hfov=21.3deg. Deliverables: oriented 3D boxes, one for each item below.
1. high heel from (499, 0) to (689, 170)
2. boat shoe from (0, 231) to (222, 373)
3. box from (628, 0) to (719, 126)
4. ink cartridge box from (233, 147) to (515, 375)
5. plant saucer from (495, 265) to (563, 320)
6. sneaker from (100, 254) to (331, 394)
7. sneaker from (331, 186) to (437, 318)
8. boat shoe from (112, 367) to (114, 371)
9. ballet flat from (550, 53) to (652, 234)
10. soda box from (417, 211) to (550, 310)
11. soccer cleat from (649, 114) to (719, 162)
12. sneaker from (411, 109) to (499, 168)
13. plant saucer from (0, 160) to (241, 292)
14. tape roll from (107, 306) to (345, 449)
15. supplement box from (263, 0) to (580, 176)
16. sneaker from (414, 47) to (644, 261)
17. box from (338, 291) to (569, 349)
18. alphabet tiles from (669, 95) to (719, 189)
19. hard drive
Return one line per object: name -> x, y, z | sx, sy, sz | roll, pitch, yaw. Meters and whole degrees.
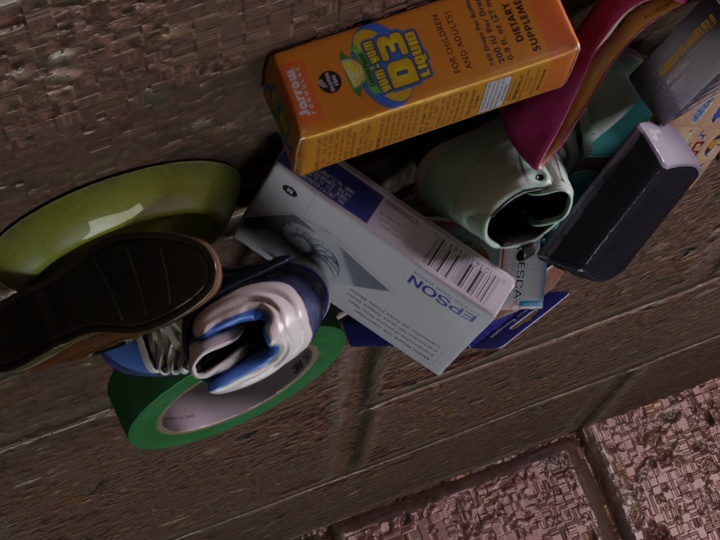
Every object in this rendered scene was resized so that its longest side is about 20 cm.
high heel -> 0.182, -0.152, 1.324 | 0.199, 0.097, 0.067 | -26, 162, 18
boat shoe -> -0.181, 0.020, 1.378 | 0.199, 0.072, 0.068 | -17, 173, 20
box -> 0.307, -0.194, 1.373 | 0.199, 0.049, 0.158 | -29, 171, -24
ink cartridge box -> 0.000, 0.000, 1.455 | 0.041, 0.199, 0.200 | -56, 180, -25
plant saucer -> 0.102, 0.009, 1.735 | 0.199, 0.035, 0.200 | -16, -162, 5
sneaker -> -0.125, 0.047, 1.399 | 0.199, 0.081, 0.146 | -13, -169, 17
sneaker -> 0.019, -0.005, 1.687 | 0.199, 0.070, 0.108 | -32, 161, 26
boat shoe -> -0.176, 0.069, 1.671 | 0.074, 0.069, 0.200 | -26, 165, 0
ballet flat -> 0.183, -0.104, 1.547 | 0.075, 0.064, 0.201 | 6, 129, -21
soda box -> 0.052, -0.013, 1.522 | 0.199, 0.064, 0.068 | 11, -172, 41
soccer cleat -> 0.285, -0.141, 1.622 | 0.084, 0.065, 0.200 | -50, 153, 24
sneaker -> 0.090, -0.075, 1.546 | 0.077, 0.071, 0.200 | -21, 159, 4
plant saucer -> -0.177, -0.022, 1.414 | 0.199, 0.031, 0.200 | -21, 167, -5
tape roll -> -0.111, 0.079, 1.590 | 0.199, 0.048, 0.201 | -24, 162, -8
supplement box -> 0.039, -0.131, 1.256 | 0.199, 0.067, 0.069 | -20, 166, -9
sneaker -> 0.150, -0.083, 1.403 | 0.200, 0.118, 0.074 | -33, 129, -9
box -> 0.085, 0.034, 1.786 | 0.199, 0.033, 0.121 | 0, -155, 44
alphabet tiles -> 0.302, -0.144, 1.561 | 0.167, 0.008, 0.200 | -4, 135, -53
hard drive -> 0.203, -0.049, 1.457 | 0.135, 0.042, 0.200 | -53, 167, 11
